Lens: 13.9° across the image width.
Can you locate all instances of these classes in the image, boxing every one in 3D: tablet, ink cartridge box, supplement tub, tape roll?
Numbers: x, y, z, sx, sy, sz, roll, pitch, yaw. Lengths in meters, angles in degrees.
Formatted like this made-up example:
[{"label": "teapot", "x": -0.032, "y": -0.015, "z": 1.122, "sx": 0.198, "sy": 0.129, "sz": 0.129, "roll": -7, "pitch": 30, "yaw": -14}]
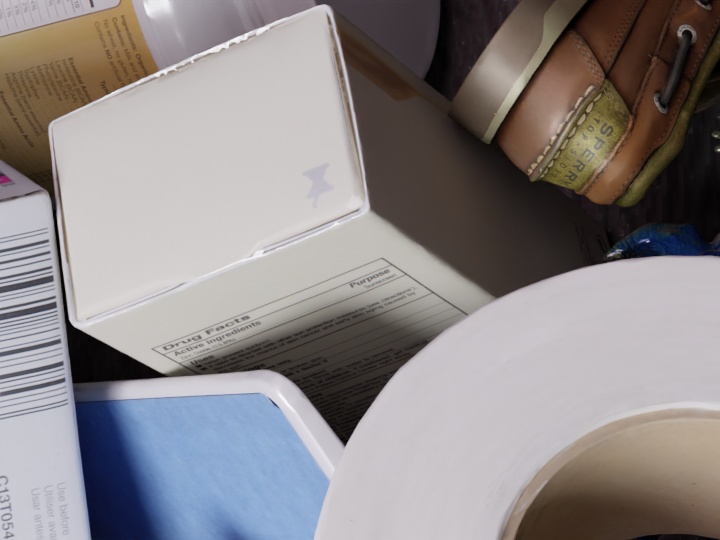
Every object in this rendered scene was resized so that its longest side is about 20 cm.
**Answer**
[{"label": "tablet", "x": -0.037, "y": 0.085, "z": 0.919, "sx": 0.014, "sy": 0.130, "sz": 0.200, "roll": -42, "pitch": 17, "yaw": -26}, {"label": "ink cartridge box", "x": -0.135, "y": 0.048, "z": 0.964, "sx": 0.200, "sy": 0.043, "sz": 0.197, "roll": -146, "pitch": 47, "yaw": -63}, {"label": "supplement tub", "x": -0.087, "y": -0.100, "z": 1.038, "sx": 0.199, "sy": 0.145, "sz": 0.145, "roll": -12, "pitch": 67, "yaw": 24}, {"label": "tape roll", "x": 0.085, "y": 0.097, "z": 0.769, "sx": 0.202, "sy": 0.071, "sz": 0.203, "roll": 0, "pitch": 58, "yaw": 1}]

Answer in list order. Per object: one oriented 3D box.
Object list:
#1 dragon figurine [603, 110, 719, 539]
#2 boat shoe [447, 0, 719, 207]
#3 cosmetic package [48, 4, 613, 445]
[{"label": "dragon figurine", "x": 0.146, "y": -0.001, "z": 0.927, "sx": 0.200, "sy": 0.059, "sz": 0.099, "roll": -48, "pitch": 58, "yaw": 6}, {"label": "boat shoe", "x": 0.098, "y": -0.081, "z": 0.940, "sx": 0.068, "sy": 0.200, "sz": 0.072, "roll": 36, "pitch": 135, "yaw": 5}, {"label": "cosmetic package", "x": 0.000, "y": 0.000, "z": 0.921, "sx": 0.105, "sy": 0.200, "sz": 0.071, "roll": -20, "pitch": 63, "yaw": 20}]
